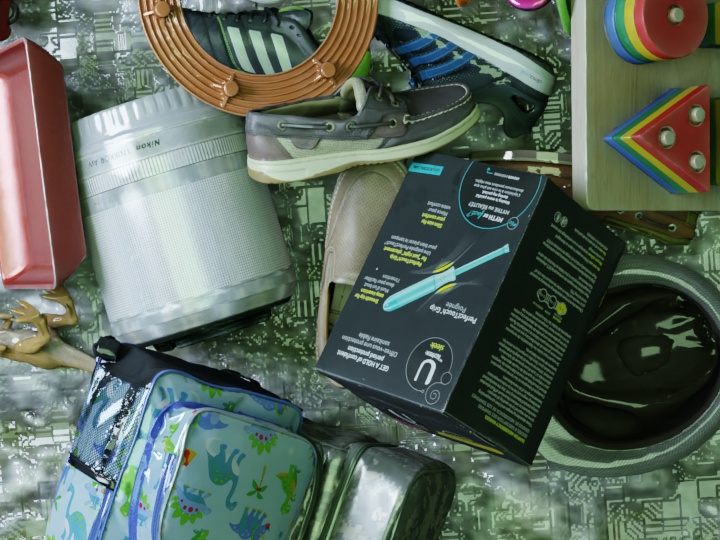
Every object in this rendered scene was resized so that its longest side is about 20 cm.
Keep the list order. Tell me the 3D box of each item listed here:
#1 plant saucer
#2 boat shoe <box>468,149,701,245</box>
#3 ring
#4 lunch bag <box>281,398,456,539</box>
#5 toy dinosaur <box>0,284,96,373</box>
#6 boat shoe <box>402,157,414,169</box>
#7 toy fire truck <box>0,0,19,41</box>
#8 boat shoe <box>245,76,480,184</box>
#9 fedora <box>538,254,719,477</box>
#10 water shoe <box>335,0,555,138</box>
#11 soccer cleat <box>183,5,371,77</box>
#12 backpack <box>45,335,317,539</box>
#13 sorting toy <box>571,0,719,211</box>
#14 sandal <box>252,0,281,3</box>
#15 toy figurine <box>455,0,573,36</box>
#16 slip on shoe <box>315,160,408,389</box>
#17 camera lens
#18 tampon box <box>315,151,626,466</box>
[{"bbox_3d":[-0.272,-0.086,1.726,0.036,0.200,0.201,-8,92,-21],"label":"plant saucer"},{"bbox_3d":[0.186,-0.061,1.736,0.199,0.072,0.068,7,92,5],"label":"boat shoe"},{"bbox_3d":[-0.080,-0.223,1.669,0.199,0.019,0.202,0,88,-14],"label":"ring"},{"bbox_3d":[-0.036,0.227,1.741,0.167,0.139,0.201,21,93,21],"label":"lunch bag"},{"bbox_3d":[-0.267,0.067,1.796,0.199,0.061,0.107,13,131,2],"label":"toy dinosaur"},{"bbox_3d":[0.039,-0.038,1.756,0.065,0.074,0.201,13,104,1],"label":"boat shoe"},{"bbox_3d":[-0.348,-0.297,1.742,0.140,0.049,0.201,9,90,17],"label":"toy fire truck"},{"bbox_3d":[0.003,-0.122,1.660,0.199,0.073,0.065,-18,118,-18],"label":"boat shoe"},{"bbox_3d":[0.223,0.076,1.729,0.199,0.090,0.178,-27,89,12],"label":"fedora"},{"bbox_3d":[0.062,-0.173,1.742,0.199,0.072,0.079,23,99,5],"label":"water shoe"},{"bbox_3d":[-0.086,-0.195,1.755,0.199,0.068,0.081,23,103,-4],"label":"soccer cleat"},{"bbox_3d":[-0.145,0.178,1.634,0.147,0.183,0.201,25,93,47],"label":"backpack"},{"bbox_3d":[0.268,-0.149,1.670,0.198,0.069,0.201,-1,91,-33],"label":"sorting toy"},{"bbox_3d":[-0.144,-0.294,1.764,0.202,0.050,0.083,33,69,-6],"label":"sandal"},{"bbox_3d":[0.083,-0.278,1.708,0.183,0.150,0.201,-6,77,17],"label":"toy figurine"},{"bbox_3d":[0.000,0.000,1.700,0.076,0.061,0.201,15,103,5],"label":"slip on shoe"},{"bbox_3d":[-0.150,-0.041,1.720,0.159,0.160,0.201,-17,91,5],"label":"camera lens"},{"bbox_3d":[0.089,0.029,1.650,0.149,0.126,0.201,16,77,45],"label":"tampon box"}]
